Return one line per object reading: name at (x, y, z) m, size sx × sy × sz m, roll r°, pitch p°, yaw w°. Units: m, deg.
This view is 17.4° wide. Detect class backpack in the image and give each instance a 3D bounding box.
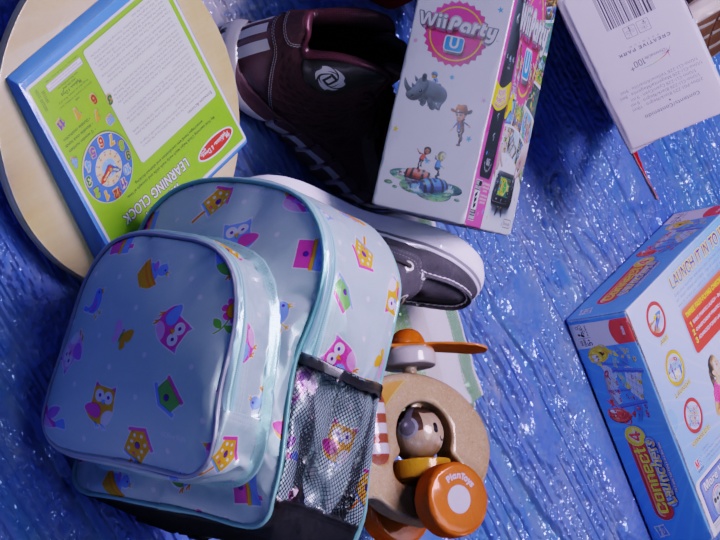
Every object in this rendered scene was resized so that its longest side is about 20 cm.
backpack at (-0.074, 0.045, 1.327) m, size 0.153 × 0.175 × 0.201 m, roll 32°, pitch 71°, yaw -45°

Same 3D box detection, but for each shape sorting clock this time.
shape sorting clock at (-0.143, -0.090, 1.394) m, size 0.200 × 0.039 × 0.201 m, roll 6°, pitch 82°, yaw -48°

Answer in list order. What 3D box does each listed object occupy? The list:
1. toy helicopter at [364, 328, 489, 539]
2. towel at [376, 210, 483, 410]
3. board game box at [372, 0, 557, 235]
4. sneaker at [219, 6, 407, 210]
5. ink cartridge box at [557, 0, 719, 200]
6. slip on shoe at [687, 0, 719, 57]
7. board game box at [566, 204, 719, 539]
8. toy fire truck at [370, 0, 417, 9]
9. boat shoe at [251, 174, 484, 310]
toy helicopter at (0.002, 0.079, 1.475) m, size 0.200 × 0.079 × 0.133 m, roll 33°, pitch 64°, yaw -24°
towel at (-0.004, 0.045, 1.551) m, size 0.200 × 0.031 × 0.150 m, roll -19°, pitch 95°, yaw -49°
board game box at (0.073, -0.128, 1.490) m, size 0.148 × 0.064 × 0.201 m, roll 6°, pitch 95°, yaw -76°
sneaker at (0.008, -0.106, 1.513) m, size 0.200 × 0.115 × 0.076 m, roll 31°, pitch 57°, yaw -38°
ink cartridge box at (0.204, -0.171, 1.735) m, size 0.176 × 0.084 × 0.200 m, roll 62°, pitch 9°, yaw -22°
slip on shoe at (0.301, -0.232, 1.961) m, size 0.061 × 0.076 × 0.200 m, roll 42°, pitch 47°, yaw 17°
board game box at (0.260, 0.078, 1.839) m, size 0.200 × 0.056 × 0.196 m, roll -39°, pitch 111°, yaw -48°
toy fire truck at (0.051, -0.187, 1.611) m, size 0.176 × 0.128 × 0.201 m, roll 16°, pitch 60°, yaw -48°
boat shoe at (0.000, 0.000, 1.485) m, size 0.200 × 0.070 × 0.066 m, roll 24°, pitch 54°, yaw -40°
